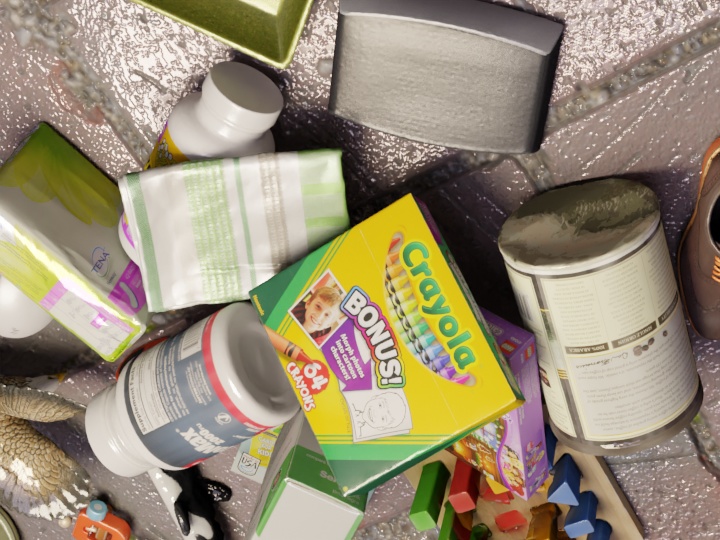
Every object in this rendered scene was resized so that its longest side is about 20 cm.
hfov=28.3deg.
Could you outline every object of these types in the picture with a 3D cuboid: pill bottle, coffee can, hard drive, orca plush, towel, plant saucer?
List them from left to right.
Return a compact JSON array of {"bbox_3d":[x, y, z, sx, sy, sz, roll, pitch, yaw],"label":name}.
[{"bbox_3d":[-0.162,0.121,1.357,0.199,0.120,0.120,-27,112,30],"label":"pill bottle"},{"bbox_3d":[-0.144,-0.091,1.317,0.103,0.105,0.201,29,124,-5],"label":"pill bottle"},{"bbox_3d":[-0.167,0.269,1.569,0.071,0.105,0.202,-29,88,-12],"label":"orca plush"},{"bbox_3d":[-0.116,-0.301,1.211,0.198,0.048,0.201,24,124,-1],"label":"plant saucer"},{"bbox_3d":[-0.106,-0.033,1.276,0.197,0.031,0.151,-7,127,0],"label":"towel"},{"bbox_3d":[0.069,-0.171,1.248,0.197,0.042,0.136,12,124,7],"label":"hard drive"},{"bbox_3d":[0.217,0.041,1.281,0.144,0.147,0.202,-9,119,19],"label":"coffee can"}]

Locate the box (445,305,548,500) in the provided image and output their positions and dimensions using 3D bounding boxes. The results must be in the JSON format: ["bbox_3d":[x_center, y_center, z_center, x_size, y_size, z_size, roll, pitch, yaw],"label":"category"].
[{"bbox_3d":[0.107,0.111,1.340,0.136,0.039,0.202,28,146,35],"label":"box"}]

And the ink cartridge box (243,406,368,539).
[{"bbox_3d":[-0.042,0.193,1.356,0.083,0.201,0.147,23,125,-5],"label":"ink cartridge box"}]

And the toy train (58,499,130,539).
[{"bbox_3d":[-0.285,0.351,1.666,0.148,0.056,0.202,20,121,3],"label":"toy train"}]

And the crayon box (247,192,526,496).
[{"bbox_3d":[0.022,0.065,1.237,0.171,0.058,0.202,-31,75,14],"label":"crayon box"}]

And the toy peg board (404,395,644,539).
[{"bbox_3d":[0.159,0.256,1.462,0.197,0.098,0.201,-22,114,26],"label":"toy peg board"}]

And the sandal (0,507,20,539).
[{"bbox_3d":[-0.480,0.281,1.667,0.079,0.058,0.202,-30,110,28],"label":"sandal"}]

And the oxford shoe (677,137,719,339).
[{"bbox_3d":[0.316,-0.016,1.254,0.070,0.073,0.202,4,122,11],"label":"oxford shoe"}]

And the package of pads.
[{"bbox_3d":[-0.271,-0.026,1.361,0.200,0.155,0.068,41,123,-13],"label":"package of pads"}]

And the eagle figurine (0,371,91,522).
[{"bbox_3d":[-0.363,0.150,1.502,0.151,0.200,0.152,-44,147,-5],"label":"eagle figurine"}]

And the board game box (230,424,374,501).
[{"bbox_3d":[-0.034,0.155,1.479,0.149,0.047,0.202,23,125,-1],"label":"board game box"}]

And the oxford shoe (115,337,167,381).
[{"bbox_3d":[-0.156,0.101,1.469,0.198,0.072,0.073,-14,124,33],"label":"oxford shoe"}]

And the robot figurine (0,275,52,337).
[{"bbox_3d":[-0.387,-0.010,1.422,0.197,0.150,0.126,17,108,4],"label":"robot figurine"}]
